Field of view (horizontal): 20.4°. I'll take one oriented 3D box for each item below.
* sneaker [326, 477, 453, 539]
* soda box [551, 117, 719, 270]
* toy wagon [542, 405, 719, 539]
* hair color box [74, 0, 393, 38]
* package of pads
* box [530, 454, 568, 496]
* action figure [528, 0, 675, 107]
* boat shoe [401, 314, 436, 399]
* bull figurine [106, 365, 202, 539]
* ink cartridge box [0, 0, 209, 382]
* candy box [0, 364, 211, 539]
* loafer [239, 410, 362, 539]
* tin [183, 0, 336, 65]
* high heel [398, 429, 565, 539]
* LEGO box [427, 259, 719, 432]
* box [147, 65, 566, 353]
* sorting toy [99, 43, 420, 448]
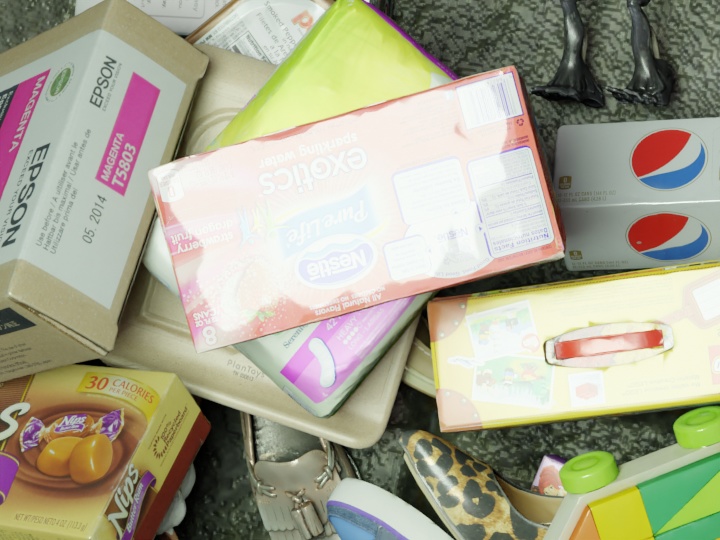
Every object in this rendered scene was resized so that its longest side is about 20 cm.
[{"bbox_3d":[0.019,0.230,1.168,0.200,0.081,0.147,38,75,22],"label":"sneaker"},{"bbox_3d":[0.215,-0.047,1.181,0.198,0.068,0.064,-2,55,15],"label":"soda box"},{"bbox_3d":[0.157,0.172,1.102,0.199,0.040,0.156,-21,103,-4],"label":"toy wagon"},{"bbox_3d":[-0.078,-0.195,1.286,0.198,0.061,0.100,5,90,16],"label":"hair color box"},{"bbox_3d":[-0.015,-0.038,1.137,0.154,0.068,0.200,40,95,5],"label":"package of pads"},{"bbox_3d":[0.138,0.230,1.210,0.136,0.039,0.201,22,93,16],"label":"box"},{"bbox_3d":[0.157,-0.201,1.201,0.118,0.102,0.202,6,90,27],"label":"action figure"},{"bbox_3d":[0.000,0.000,1.249,0.200,0.072,0.065,44,99,19],"label":"boat shoe"},{"bbox_3d":[-0.145,0.091,1.247,0.120,0.065,0.201,0,47,18],"label":"bull figurine"},{"bbox_3d":[-0.187,-0.041,1.157,0.164,0.075,0.201,-17,49,47],"label":"ink cartridge box"},{"bbox_3d":[-0.199,0.113,1.169,0.199,0.057,0.117,4,51,30],"label":"candy box"},{"bbox_3d":[-0.047,0.106,1.257,0.071,0.063,0.202,-16,82,13],"label":"loafer"},{"bbox_3d":[-0.079,-0.093,1.234,0.200,0.042,0.112,-38,84,11],"label":"tin"},{"bbox_3d":[0.129,0.121,1.140,0.200,0.071,0.143,42,104,-16],"label":"high heel"},{"bbox_3d":[0.154,0.045,1.161,0.198,0.149,0.078,-8,84,15],"label":"LEGO box"},{"bbox_3d":[0.002,-0.031,1.054,0.198,0.095,0.103,-16,90,7],"label":"box"},{"bbox_3d":[-0.046,-0.016,1.195,0.184,0.036,0.202,18,93,8],"label":"sorting toy"}]
